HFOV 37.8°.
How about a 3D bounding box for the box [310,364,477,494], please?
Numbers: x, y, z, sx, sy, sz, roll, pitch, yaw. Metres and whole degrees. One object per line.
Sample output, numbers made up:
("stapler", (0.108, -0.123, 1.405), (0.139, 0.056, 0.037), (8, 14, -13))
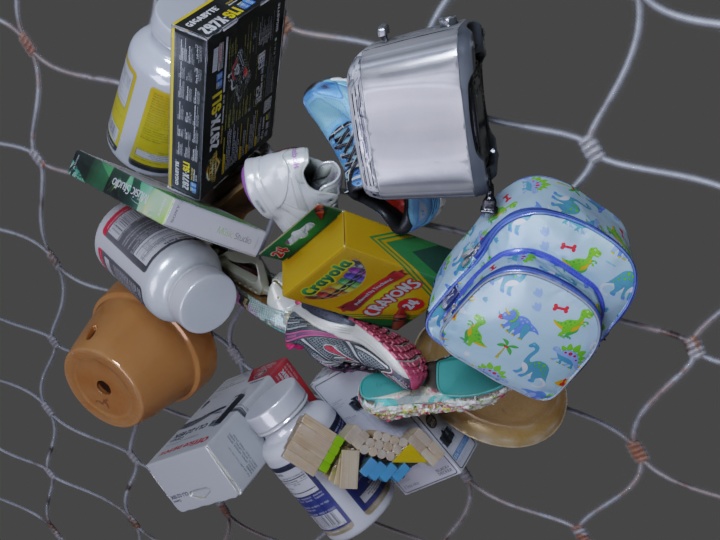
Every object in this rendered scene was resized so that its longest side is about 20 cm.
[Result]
("box", (0.043, 0.186, 1.365), (0.200, 0.060, 0.117), (49, 134, -7))

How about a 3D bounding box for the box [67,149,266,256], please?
("box", (-0.222, -0.077, 1.200), (0.200, 0.144, 0.036), (24, 92, 41))

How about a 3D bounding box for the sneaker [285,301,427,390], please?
("sneaker", (-0.005, 0.094, 1.264), (0.200, 0.080, 0.075), (27, 98, 34))

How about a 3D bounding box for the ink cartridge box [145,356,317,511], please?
("ink cartridge box", (-0.174, 0.222, 1.432), (0.144, 0.200, 0.084), (-24, 107, 41))

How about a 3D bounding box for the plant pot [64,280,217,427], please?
("plant pot", (-0.324, 0.128, 1.504), (0.199, 0.140, 0.201), (16, 128, 22))

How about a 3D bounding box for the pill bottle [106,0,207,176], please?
("pill bottle", (-0.219, -0.212, 1.210), (0.112, 0.112, 0.200), (36, 134, 5))

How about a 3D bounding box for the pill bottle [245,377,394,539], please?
("pill bottle", (-0.055, 0.239, 1.353), (0.111, 0.111, 0.200), (-26, 107, 42))

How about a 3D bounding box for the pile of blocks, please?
("pile of blocks", (-0.001, 0.224, 1.283), (0.199, 0.083, 0.062), (9, 171, -12))

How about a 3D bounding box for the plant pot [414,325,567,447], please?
("plant pot", (0.158, 0.128, 1.273), (0.199, 0.027, 0.201), (16, 128, 22))

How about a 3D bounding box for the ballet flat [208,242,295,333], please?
("ballet flat", (-0.126, 0.022, 1.354), (0.199, 0.069, 0.071), (27, 129, 20))

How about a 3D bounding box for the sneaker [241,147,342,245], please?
("sneaker", (-0.050, -0.069, 1.196), (0.099, 0.075, 0.200), (-20, 146, 18))

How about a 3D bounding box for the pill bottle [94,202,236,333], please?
("pill bottle", (-0.244, -0.004, 1.331), (0.200, 0.110, 0.111), (36, 140, 40))

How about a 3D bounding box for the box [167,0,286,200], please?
("box", (-0.145, -0.199, 1.139), (0.049, 0.160, 0.201), (24, 132, 16))

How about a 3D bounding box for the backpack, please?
("backpack", (0.182, 0.022, 1.082), (0.182, 0.147, 0.200), (29, 118, -7))

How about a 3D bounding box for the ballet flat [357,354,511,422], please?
("ballet flat", (0.093, 0.142, 1.255), (0.199, 0.076, 0.064), (-6, 140, 23))

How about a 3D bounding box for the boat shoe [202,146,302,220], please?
("boat shoe", (-0.140, -0.108, 1.266), (0.199, 0.070, 0.071), (-24, 67, 35))

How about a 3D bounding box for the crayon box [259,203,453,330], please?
("crayon box", (0.000, 0.000, 1.189), (0.199, 0.051, 0.127), (18, 143, -31))

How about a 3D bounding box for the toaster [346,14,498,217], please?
("toaster", (0.065, -0.148, 1.049), (0.128, 0.114, 0.201), (-4, 111, 16))

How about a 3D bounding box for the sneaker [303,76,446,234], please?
("sneaker", (0.010, -0.124, 1.142), (0.200, 0.090, 0.078), (48, 133, -5))
